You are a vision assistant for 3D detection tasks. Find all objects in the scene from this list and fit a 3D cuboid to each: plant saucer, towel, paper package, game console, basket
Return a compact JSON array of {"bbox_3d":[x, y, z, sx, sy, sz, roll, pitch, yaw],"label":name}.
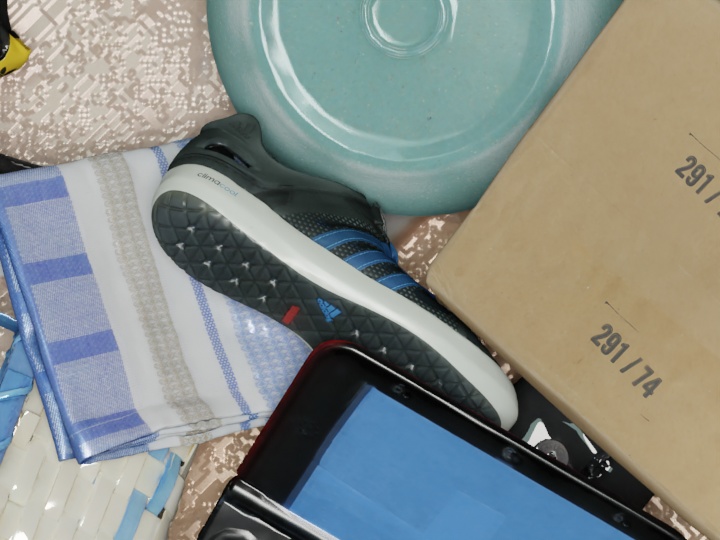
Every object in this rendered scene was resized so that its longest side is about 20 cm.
[{"bbox_3d":[0.023,-0.121,1.178,0.199,0.036,0.201,2,102,8],"label":"plant saucer"},{"bbox_3d":[-0.070,0.006,1.190,0.200,0.024,0.147,-11,77,-33],"label":"towel"},{"bbox_3d":[0.160,-0.002,1.109,0.200,0.103,0.191,40,101,21],"label":"paper package"},{"bbox_3d":[0.020,0.161,1.153,0.200,0.119,0.173,30,69,-2],"label":"game console"},{"bbox_3d":[-0.188,0.100,1.188,0.200,0.139,0.177,26,68,-10],"label":"basket"}]

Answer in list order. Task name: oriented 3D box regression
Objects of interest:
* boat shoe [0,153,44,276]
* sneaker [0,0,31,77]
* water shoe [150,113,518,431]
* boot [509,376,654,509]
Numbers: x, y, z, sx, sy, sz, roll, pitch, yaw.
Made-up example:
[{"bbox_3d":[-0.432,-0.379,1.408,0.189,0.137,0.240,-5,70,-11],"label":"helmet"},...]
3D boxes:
[{"bbox_3d":[-0.208,-0.046,1.194,0.199,0.070,0.066,6,123,-30],"label":"boat shoe"},{"bbox_3d":[-0.211,-0.098,1.239,0.090,0.070,0.201,16,89,4],"label":"sneaker"},{"bbox_3d":[0.000,0.000,1.174,0.200,0.071,0.079,37,51,-10],"label":"water shoe"},{"bbox_3d":[0.086,0.051,1.226,0.165,0.066,0.200,44,96,5],"label":"boot"}]
